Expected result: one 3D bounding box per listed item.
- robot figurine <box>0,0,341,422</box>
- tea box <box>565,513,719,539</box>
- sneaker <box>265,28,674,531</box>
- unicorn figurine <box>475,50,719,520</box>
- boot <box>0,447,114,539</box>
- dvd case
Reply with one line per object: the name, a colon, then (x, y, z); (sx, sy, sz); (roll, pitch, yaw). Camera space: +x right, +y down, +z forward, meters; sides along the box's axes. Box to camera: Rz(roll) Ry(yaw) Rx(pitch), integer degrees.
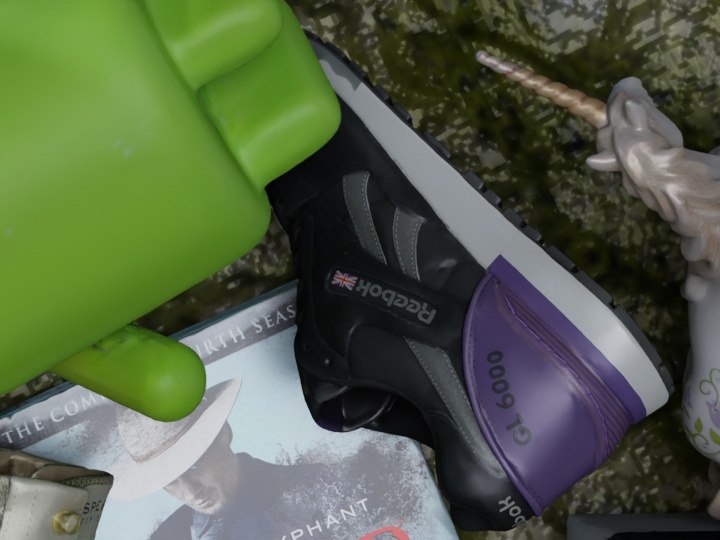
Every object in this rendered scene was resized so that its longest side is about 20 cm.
robot figurine: (-0.108, -0.030, 0.759); (0.199, 0.116, 0.176); (-29, 134, 3)
tea box: (0.185, 0.157, 0.801); (0.199, 0.197, 0.135); (1, 94, -15)
sneaker: (0.000, 0.000, 0.790); (0.088, 0.076, 0.200); (-43, 60, -6)
unicorn figurine: (0.122, -0.006, 0.810); (0.073, 0.137, 0.201); (-7, 111, 30)
boot: (-0.099, 0.141, 0.793); (0.199, 0.072, 0.156); (19, 88, -10)
dvd case: (-0.033, 0.117, 0.862); (0.145, 0.022, 0.201); (-23, 96, -7)
